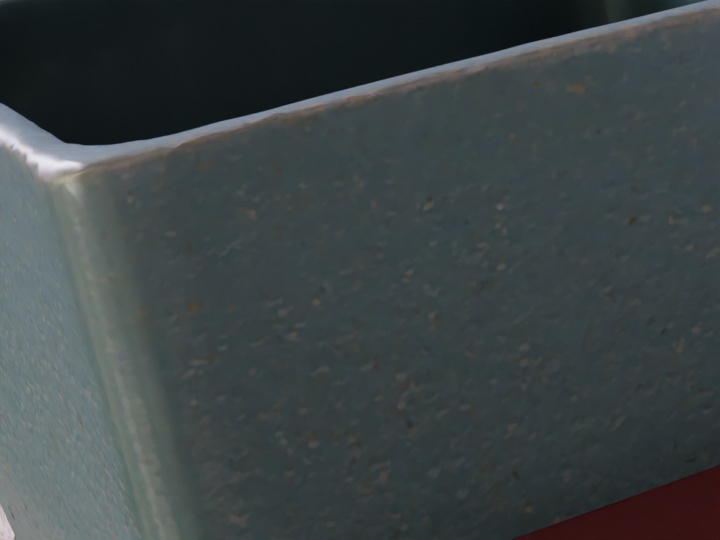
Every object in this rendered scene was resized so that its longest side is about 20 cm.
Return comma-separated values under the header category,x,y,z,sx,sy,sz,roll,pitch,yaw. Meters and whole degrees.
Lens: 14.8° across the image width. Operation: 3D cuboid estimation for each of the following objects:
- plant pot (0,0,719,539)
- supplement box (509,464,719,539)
category,x,y,z,sx,sy,sz,roll,pitch,yaw
plant pot,0.023,0.035,0.584,0.196,0.195,0.201,-151,48,-66
supplement box,0.067,0.142,0.416,0.197,0.199,0.134,-129,24,-57
